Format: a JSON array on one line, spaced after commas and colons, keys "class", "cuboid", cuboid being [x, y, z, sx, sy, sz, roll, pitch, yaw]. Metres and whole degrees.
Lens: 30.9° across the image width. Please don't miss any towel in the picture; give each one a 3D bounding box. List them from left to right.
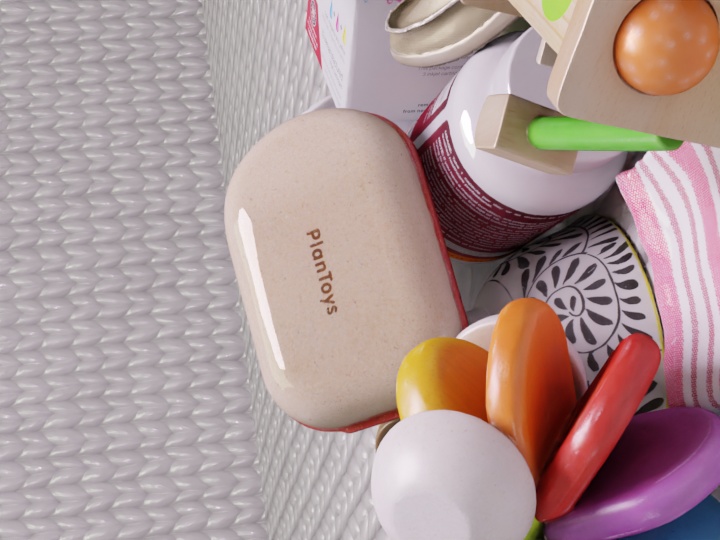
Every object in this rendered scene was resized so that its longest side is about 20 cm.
[{"class": "towel", "cuboid": [0.181, -0.016, 0.624, 0.200, 0.030, 0.147, 120, 143, -70]}]

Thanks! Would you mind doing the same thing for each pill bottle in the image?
[{"class": "pill bottle", "cuboid": [0.096, -0.078, 0.803, 0.200, 0.112, 0.114, 139, 126, -72]}]

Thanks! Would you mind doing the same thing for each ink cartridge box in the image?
[{"class": "ink cartridge box", "cuboid": [0.048, -0.227, 0.910, 0.146, 0.144, 0.201, -109, 20, -49]}]

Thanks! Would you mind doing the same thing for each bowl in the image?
[{"class": "bowl", "cuboid": [0.113, 0.067, 0.834, 0.201, 0.094, 0.202, 175, 90, -79]}]

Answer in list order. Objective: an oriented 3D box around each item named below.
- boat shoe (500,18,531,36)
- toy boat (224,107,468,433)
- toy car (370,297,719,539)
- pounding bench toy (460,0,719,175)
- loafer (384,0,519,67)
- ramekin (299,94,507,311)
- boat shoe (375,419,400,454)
[{"class": "boat shoe", "cuboid": [0.114, -0.203, 0.802, 0.063, 0.071, 0.201, -56, -34, -41]}, {"class": "toy boat", "cuboid": [0.000, 0.000, 0.818, 0.131, 0.130, 0.201, 21, -128, -68]}, {"class": "toy car", "cuboid": [0.114, 0.103, 0.664, 0.200, 0.150, 0.175, 52, -149, -7]}, {"class": "pounding bench toy", "cuboid": [0.122, -0.101, 0.541, 0.156, 0.124, 0.201, -112, 35, -56]}, {"class": "loafer", "cuboid": [0.083, -0.184, 0.739, 0.200, 0.068, 0.076, -27, 24, 40]}, {"class": "ramekin", "cuboid": [0.021, -0.046, 0.962, 0.105, 0.199, 0.201, 98, 163, -58]}, {"class": "boat shoe", "cuboid": [0.052, 0.160, 0.890, 0.065, 0.072, 0.201, -77, -23, -56]}]
